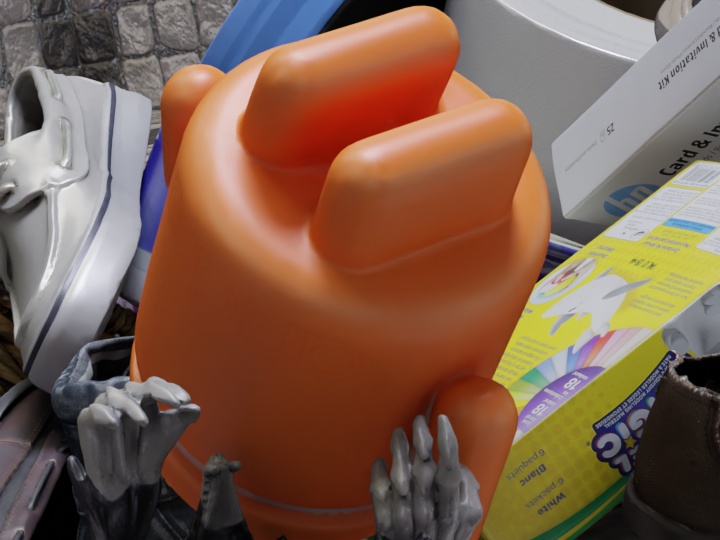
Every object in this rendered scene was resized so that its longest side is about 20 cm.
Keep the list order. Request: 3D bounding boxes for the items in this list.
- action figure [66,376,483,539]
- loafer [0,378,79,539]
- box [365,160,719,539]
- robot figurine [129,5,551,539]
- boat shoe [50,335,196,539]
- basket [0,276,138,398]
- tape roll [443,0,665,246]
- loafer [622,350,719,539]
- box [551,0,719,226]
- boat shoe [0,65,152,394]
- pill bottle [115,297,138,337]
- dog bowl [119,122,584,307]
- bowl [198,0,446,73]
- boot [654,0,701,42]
[{"bbox_3d":[-0.020,0.083,0.652,0.118,0.103,0.200,3,4,-20],"label":"action figure"},{"bbox_3d":[-0.123,0.095,0.871,0.063,0.072,0.200,13,20,14],"label":"loafer"},{"bbox_3d":[0.080,0.039,0.835,0.199,0.049,0.117,-35,15,-11],"label":"box"},{"bbox_3d":[-0.011,0.008,0.734,0.143,0.201,0.117,22,49,2],"label":"robot figurine"},{"bbox_3d":[-0.054,0.060,0.886,0.070,0.092,0.200,-7,8,16],"label":"boat shoe"},{"bbox_3d":[-0.200,0.017,1.046,0.149,0.143,0.200,-35,17,-27],"label":"basket"},{"bbox_3d":[0.133,-0.075,1.147,0.201,0.140,0.203,10,28,-5],"label":"tape roll"},{"bbox_3d":[0.178,0.038,0.773,0.199,0.072,0.073,-19,34,-24],"label":"loafer"},{"bbox_3d":[0.203,-0.059,0.960,0.199,0.041,0.156,11,-33,-27],"label":"box"},{"bbox_3d":[-0.124,-0.024,0.936,0.065,0.072,0.201,22,33,-14],"label":"boat shoe"},{"bbox_3d":[-0.042,-0.008,1.265,0.198,0.113,0.112,-8,8,10],"label":"pill bottle"},{"bbox_3d":[0.000,0.000,0.982,0.199,0.079,0.200,19,3,-1],"label":"dog bowl"},{"bbox_3d":[-0.018,-0.098,1.134,0.039,0.201,0.200,36,25,14],"label":"bowl"},{"bbox_3d":[0.213,-0.155,1.010,0.150,0.073,0.200,-34,10,36],"label":"boot"}]
